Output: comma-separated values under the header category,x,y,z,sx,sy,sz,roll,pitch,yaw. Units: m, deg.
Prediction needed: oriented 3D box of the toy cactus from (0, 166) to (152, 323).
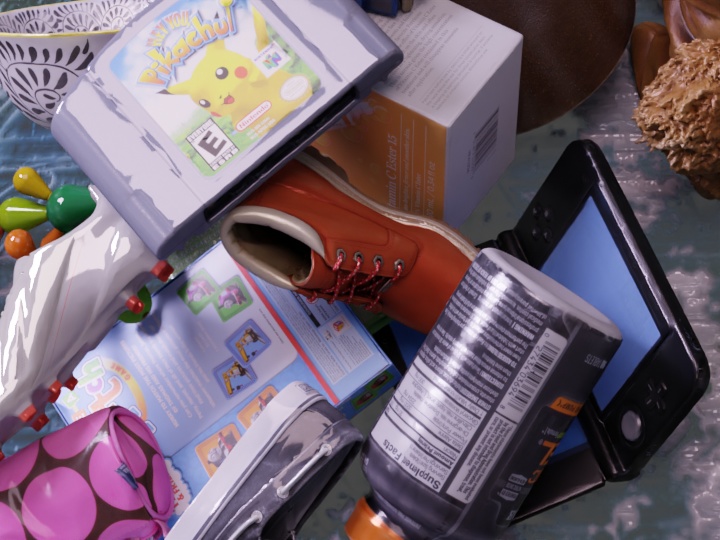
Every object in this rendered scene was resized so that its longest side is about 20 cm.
category,x,y,z,sx,sy,sz,roll,pitch,yaw
toy cactus,-0.181,-0.034,1.431,0.165,0.103,0.200,-43,28,-14

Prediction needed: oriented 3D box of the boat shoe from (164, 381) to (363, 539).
category,x,y,z,sx,sy,sz,roll,pitch,yaw
boat shoe,-0.069,0.168,1.314,0.068,0.072,0.201,38,94,23

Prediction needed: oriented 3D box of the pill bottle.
category,x,y,z,sx,sy,sz,roll,pitch,yaw
pill bottle,0.069,0.096,1.307,0.106,0.106,0.201,35,98,23

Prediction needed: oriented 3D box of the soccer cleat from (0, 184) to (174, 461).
category,x,y,z,sx,sy,sz,roll,pitch,yaw
soccer cleat,-0.201,0.037,1.317,0.077,0.069,0.200,40,81,7

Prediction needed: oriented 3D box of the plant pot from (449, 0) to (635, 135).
category,x,y,z,sx,sy,sz,roll,pitch,yaw
plant pot,0.072,-0.225,1.452,0.185,0.200,0.188,-14,52,19

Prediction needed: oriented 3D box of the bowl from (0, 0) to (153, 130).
category,x,y,z,sx,sy,sz,roll,pitch,yaw
bowl,-0.173,-0.138,1.498,0.199,0.201,0.095,-4,104,4

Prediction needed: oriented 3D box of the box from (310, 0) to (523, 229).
category,x,y,z,sx,sy,sz,roll,pitch,yaw
box,-0.001,-0.126,1.415,0.199,0.125,0.098,28,58,21

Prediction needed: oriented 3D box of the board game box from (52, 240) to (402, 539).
category,x,y,z,sx,sy,sz,roll,pitch,yaw
board game box,-0.094,0.073,1.395,0.199,0.037,0.152,-37,63,-1

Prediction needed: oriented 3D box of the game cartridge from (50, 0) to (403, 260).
category,x,y,z,sx,sy,sz,roll,pitch,yaw
game cartridge,-0.089,-0.116,1.313,0.200,0.041,0.133,-40,68,-9

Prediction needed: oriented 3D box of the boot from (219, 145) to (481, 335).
category,x,y,z,sx,sy,sz,roll,pitch,yaw
boot,0.000,0.000,1.343,0.199,0.075,0.107,29,28,-3

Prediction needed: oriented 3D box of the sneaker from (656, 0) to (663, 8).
category,x,y,z,sx,sy,sz,roll,pitch,yaw
sneaker,0.256,-0.288,1.568,0.099,0.078,0.200,36,69,27

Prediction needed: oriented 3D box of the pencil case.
category,x,y,z,sx,sy,sz,roll,pitch,yaw
pencil case,-0.217,0.165,1.334,0.199,0.091,0.094,-26,81,10

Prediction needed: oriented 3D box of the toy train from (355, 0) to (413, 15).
category,x,y,z,sx,sy,sz,roll,pitch,yaw
toy train,-0.053,-0.202,1.374,0.198,0.034,0.046,15,58,12

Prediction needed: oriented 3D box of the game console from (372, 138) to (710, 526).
category,x,y,z,sx,sy,sz,roll,pitch,yaw
game console,0.109,0.042,1.373,0.115,0.176,0.201,-4,55,-29

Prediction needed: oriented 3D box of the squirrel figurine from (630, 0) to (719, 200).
category,x,y,z,sx,sy,sz,roll,pitch,yaw
squirrel figurine,0.251,-0.153,1.423,0.140,0.187,0.202,3,60,8

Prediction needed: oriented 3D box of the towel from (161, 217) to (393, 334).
category,x,y,z,sx,sy,sz,roll,pitch,yaw
towel,-0.065,-0.016,1.454,0.149,0.031,0.200,-37,61,1
